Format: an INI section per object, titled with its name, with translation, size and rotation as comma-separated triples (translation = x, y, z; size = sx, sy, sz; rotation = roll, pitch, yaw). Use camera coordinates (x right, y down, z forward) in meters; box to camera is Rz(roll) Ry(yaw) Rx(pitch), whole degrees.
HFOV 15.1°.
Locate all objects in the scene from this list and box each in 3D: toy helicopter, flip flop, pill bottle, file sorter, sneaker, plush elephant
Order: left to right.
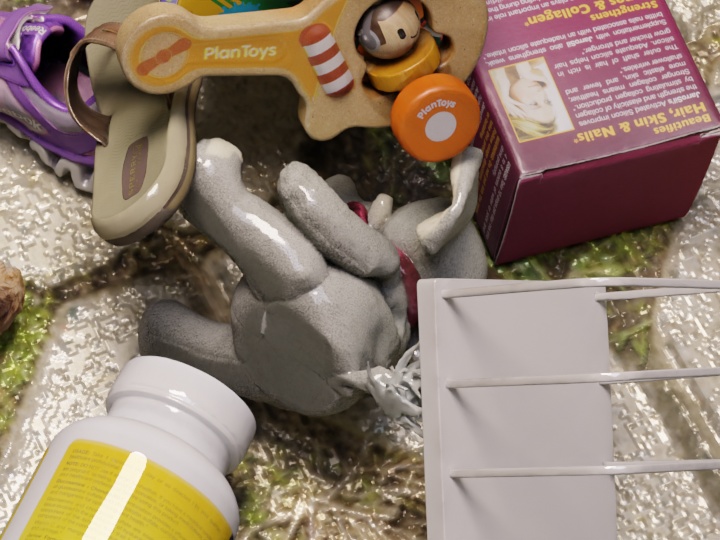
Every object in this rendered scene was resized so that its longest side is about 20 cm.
[sneaker]
translation = -0.204, -0.124, 1.572
size = 0.200, 0.089, 0.081
rotation = 25, 63, 9
[pill bottle]
translation = -0.131, 0.148, 1.416
size = 0.112, 0.112, 0.200
rotation = 23, 62, 6
[flip flop]
translation = -0.129, -0.095, 1.452
size = 0.058, 0.081, 0.200
rotation = 36, 33, -31
[toy helicopter]
translation = -0.028, -0.127, 1.405
size = 0.199, 0.133, 0.079
rotation = -5, 35, -19
[plush elephant]
translation = 0.000, 0.000, 1.490
size = 0.200, 0.165, 0.155
rotation = 28, 43, 21
[file sorter]
translation = 0.124, 0.101, 1.395
size = 0.139, 0.124, 0.201
rotation = 2, 84, -46

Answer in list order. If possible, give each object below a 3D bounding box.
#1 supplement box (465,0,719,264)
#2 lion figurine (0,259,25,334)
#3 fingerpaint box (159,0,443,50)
[supplement box]
translation = 0.110, -0.124, 1.598
size = 0.131, 0.103, 0.200
rotation = -13, 63, -15
[lion figurine]
translation = -0.270, 0.005, 1.453
size = 0.122, 0.200, 0.073
rotation = -4, 81, 19
[fingerpaint box]
translation = -0.038, -0.215, 1.517
size = 0.166, 0.073, 0.200
rotation = 4, 45, -20
